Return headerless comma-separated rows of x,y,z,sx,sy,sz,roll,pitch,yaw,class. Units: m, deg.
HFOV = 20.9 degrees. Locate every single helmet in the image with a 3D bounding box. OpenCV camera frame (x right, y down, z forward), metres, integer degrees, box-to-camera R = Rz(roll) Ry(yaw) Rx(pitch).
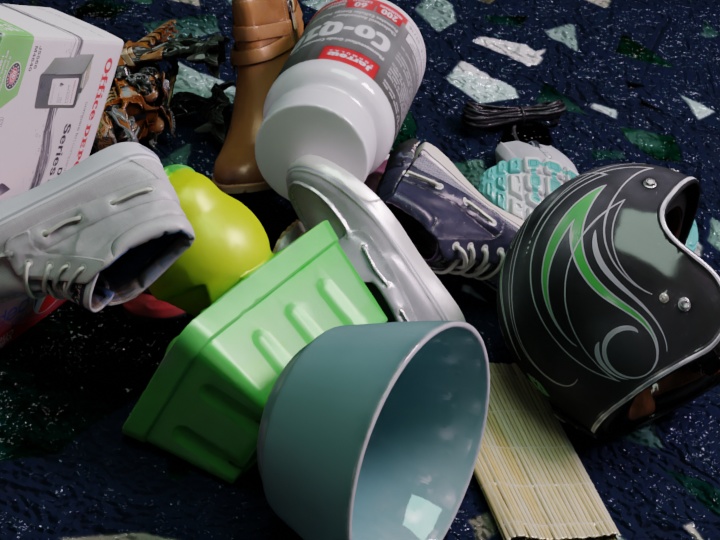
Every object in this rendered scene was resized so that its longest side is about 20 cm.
0.206,0.015,1.565,0.200,0.200,0.191,-16,67,-36,helmet

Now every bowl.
0.000,0.119,1.379,0.105,0.201,0.201,16,33,27,bowl

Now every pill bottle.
-0.017,-0.144,1.654,0.114,0.114,0.200,18,34,3,pill bottle

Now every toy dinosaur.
-0.187,-0.174,1.766,0.135,0.102,0.200,0,58,6,toy dinosaur

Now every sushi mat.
0.125,0.140,1.529,0.096,0.012,0.200,2,38,-23,sushi mat

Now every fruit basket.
-0.105,0.027,1.470,0.215,0.156,0.216,18,43,-18,fruit basket

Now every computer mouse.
0.168,-0.104,1.842,0.109,0.044,0.200,2,38,-20,computer mouse

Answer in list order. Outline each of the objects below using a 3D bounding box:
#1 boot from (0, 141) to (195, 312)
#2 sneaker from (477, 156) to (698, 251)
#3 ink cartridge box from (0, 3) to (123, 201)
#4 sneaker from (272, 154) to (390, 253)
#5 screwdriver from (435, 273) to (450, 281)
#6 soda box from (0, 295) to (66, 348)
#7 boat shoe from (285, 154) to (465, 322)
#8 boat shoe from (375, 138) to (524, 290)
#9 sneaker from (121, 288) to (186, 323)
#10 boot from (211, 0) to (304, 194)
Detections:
-0.216,-0.006,1.384,0.200,0.074,0.096,-33,56,0,boot
0.190,-0.034,1.720,0.200,0.091,0.078,19,56,-9,sneaker
-0.286,-0.134,1.565,0.084,0.146,0.200,23,13,17,ink cartridge box
0.000,-0.024,1.660,0.090,0.075,0.200,35,46,10,sneaker
0.060,0.025,1.646,0.028,0.029,0.200,14,35,-2,screwdriver
-0.283,0.012,1.503,0.070,0.063,0.200,30,38,17,soda box
0.000,0.000,1.557,0.069,0.072,0.200,-43,102,-34,boat shoe
0.090,-0.015,1.641,0.200,0.075,0.093,38,40,-7,boat shoe
-0.179,-0.050,1.596,0.071,0.098,0.201,-3,39,-21,sneaker
-0.087,-0.166,1.721,0.077,0.156,0.200,6,31,20,boot
